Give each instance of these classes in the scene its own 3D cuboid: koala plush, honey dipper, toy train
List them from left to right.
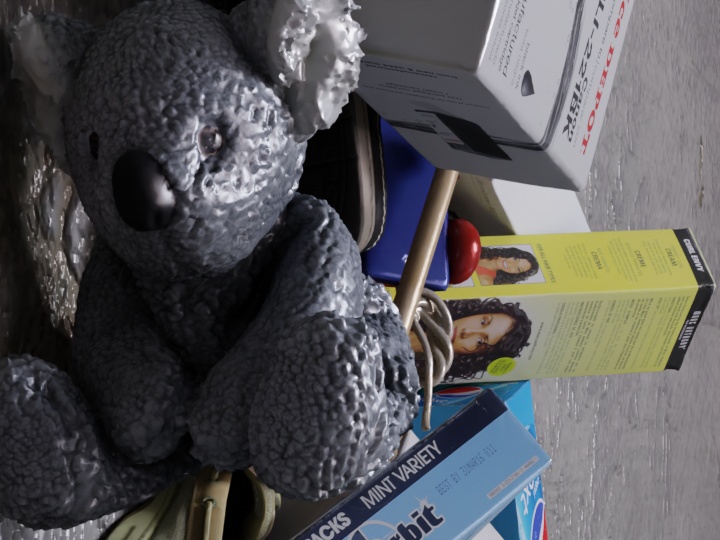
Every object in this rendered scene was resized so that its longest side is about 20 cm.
[{"bbox_3d":[-0.066,-0.020,1.075,0.184,0.177,0.200,-39,118,-67],"label":"koala plush"},{"bbox_3d":[0.000,0.000,1.373,0.116,0.085,0.200,-32,-126,55],"label":"toy train"},{"bbox_3d":[0.024,0.009,1.291,0.038,0.038,0.200,67,35,-53],"label":"honey dipper"}]

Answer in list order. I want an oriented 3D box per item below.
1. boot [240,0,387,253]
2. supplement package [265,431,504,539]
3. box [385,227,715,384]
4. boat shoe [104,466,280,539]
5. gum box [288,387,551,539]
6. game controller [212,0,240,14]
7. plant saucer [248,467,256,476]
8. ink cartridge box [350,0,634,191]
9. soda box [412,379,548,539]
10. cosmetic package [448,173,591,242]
[{"bbox_3d":[0.016,-0.105,1.302,0.150,0.073,0.200,-3,75,-45],"label":"boot"},{"bbox_3d":[0.028,0.204,1.327,0.200,0.120,0.121,50,32,-19],"label":"supplement package"},{"bbox_3d":[0.092,0.021,1.475,0.075,0.200,0.050,105,-27,-44],"label":"box"},{"bbox_3d":[-0.066,0.119,1.248,0.201,0.063,0.073,-50,137,-65],"label":"boat shoe"},{"bbox_3d":[-0.027,0.148,1.099,0.170,0.045,0.200,-35,170,-37],"label":"gum box"},{"bbox_3d":[-0.051,-0.171,1.345,0.104,0.042,0.200,-73,156,-45],"label":"game controller"},{"bbox_3d":[-0.051,0.004,1.263,0.200,0.032,0.201,-16,90,-77],"label":"plant saucer"},{"bbox_3d":[0.059,-0.132,1.175,0.200,0.084,0.145,37,67,-69],"label":"ink cartridge box"},{"bbox_3d":[0.068,0.166,1.486,0.064,0.068,0.200,-31,115,-70],"label":"soda box"},{"bbox_3d":[0.060,-0.060,1.535,0.052,0.151,0.200,-48,151,-10],"label":"cosmetic package"}]
